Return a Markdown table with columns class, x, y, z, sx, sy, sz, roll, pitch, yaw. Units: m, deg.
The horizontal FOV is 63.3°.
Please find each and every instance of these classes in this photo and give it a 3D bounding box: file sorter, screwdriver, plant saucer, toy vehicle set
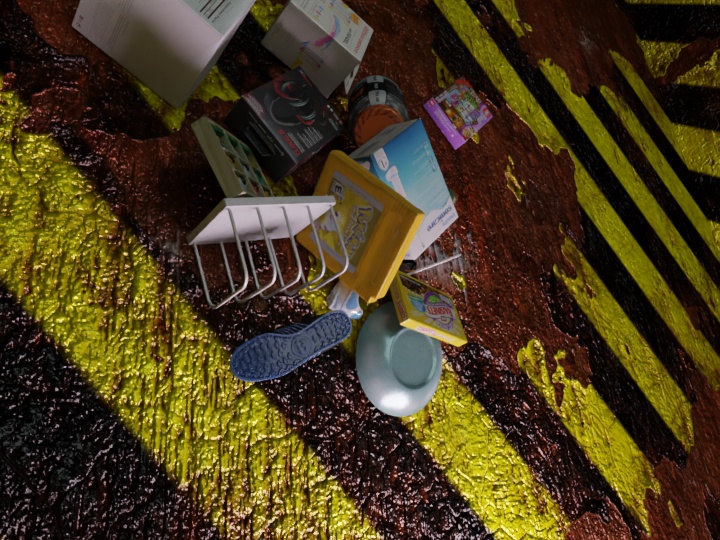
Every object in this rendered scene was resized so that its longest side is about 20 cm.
| class | x | y | z | sx | sy | sz | roll | pitch | yaw |
| --- | --- | --- | --- | --- | --- | --- | --- | --- | --- |
| file sorter | -0.137 | -0.028 | 0.902 | 0.199 | 0.138 | 0.126 | -9 | 76 | -42 |
| screwdriver | 0.090 | 0.006 | 1.059 | 0.029 | 0.198 | 0.028 | 26 | 43 | -80 |
| plant saucer | 0.082 | 0.153 | 1.026 | 0.199 | 0.039 | 0.204 | 7 | 78 | -34 |
| toy vehicle set | -0.189 | -0.156 | 0.918 | 0.125 | 0.026 | 0.200 | 62 | 6 | 4 |

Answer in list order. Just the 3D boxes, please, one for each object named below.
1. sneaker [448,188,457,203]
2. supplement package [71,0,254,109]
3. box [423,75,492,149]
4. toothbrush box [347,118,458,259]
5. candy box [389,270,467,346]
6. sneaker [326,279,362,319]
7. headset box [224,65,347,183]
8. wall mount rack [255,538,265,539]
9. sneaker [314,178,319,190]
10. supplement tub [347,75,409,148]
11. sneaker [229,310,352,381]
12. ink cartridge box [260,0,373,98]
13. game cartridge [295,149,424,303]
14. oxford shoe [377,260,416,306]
| class | x | y | z | sx | sy | sz | roll | pitch | yaw |
| --- | --- | --- | --- | --- | --- | --- | --- | --- | --- |
| sneaker | 0.137 | -0.142 | 1.241 | 0.090 | 0.067 | 0.200 | 52 | 48 | -13 |
| supplement package | -0.305 | -0.412 | 0.923 | 0.199 | 0.191 | 0.148 | 38 | 49 | -20 |
| box | 0.255 | -0.410 | 1.505 | 0.137 | 0.039 | 0.200 | 52 | 45 | -7 |
| toothbrush box | 0.073 | -0.141 | 1.034 | 0.146 | 0.085 | 0.201 | -43 | 117 | -33 |
| candy box | 0.122 | 0.070 | 1.053 | 0.199 | 0.026 | 0.103 | 24 | 44 | -48 |
| sneaker | 0.000 | 0.000 | 1.046 | 0.072 | 0.072 | 0.201 | 29 | 56 | -11 |
| headset box | -0.138 | -0.265 | 1.069 | 0.149 | 0.075 | 0.200 | 51 | 45 | -8 |
| wall mount rack | -0.167 | 0.416 | 0.683 | 0.198 | 0.074 | 0.176 | 10 | 62 | -36 |
| sneaker | 0.011 | -0.170 | 1.111 | 0.198 | 0.078 | 0.070 | 1 | 41 | -29 |
| supplement tub | 0.034 | -0.303 | 1.157 | 0.122 | 0.123 | 0.201 | 36 | 23 | -20 |
| sneaker | -0.109 | 0.120 | 0.902 | 0.198 | 0.078 | 0.071 | -19 | 82 | -22 |
| ink cartridge box | -0.076 | -0.470 | 1.195 | 0.199 | 0.125 | 0.130 | 34 | 49 | -21 |
| game cartridge | -0.009 | -0.070 | 0.952 | 0.200 | 0.178 | 0.032 | 41 | 29 | 29 |
| oxford shoe | 0.073 | 0.021 | 1.097 | 0.071 | 0.072 | 0.202 | -1 | 69 | -42 |
